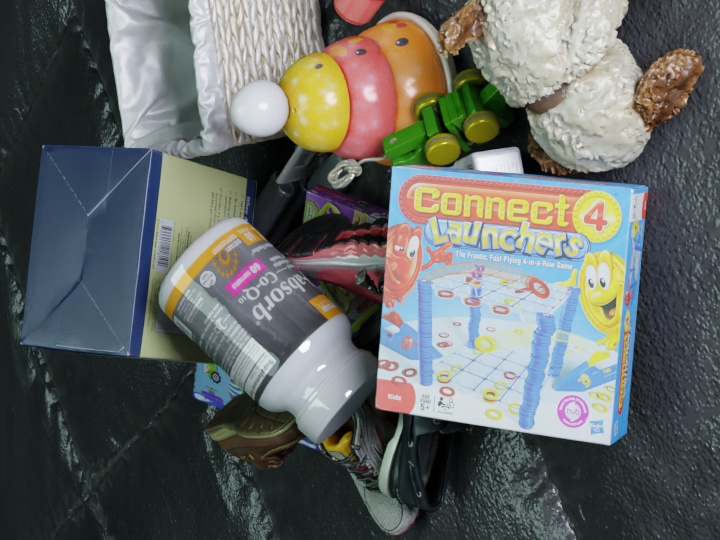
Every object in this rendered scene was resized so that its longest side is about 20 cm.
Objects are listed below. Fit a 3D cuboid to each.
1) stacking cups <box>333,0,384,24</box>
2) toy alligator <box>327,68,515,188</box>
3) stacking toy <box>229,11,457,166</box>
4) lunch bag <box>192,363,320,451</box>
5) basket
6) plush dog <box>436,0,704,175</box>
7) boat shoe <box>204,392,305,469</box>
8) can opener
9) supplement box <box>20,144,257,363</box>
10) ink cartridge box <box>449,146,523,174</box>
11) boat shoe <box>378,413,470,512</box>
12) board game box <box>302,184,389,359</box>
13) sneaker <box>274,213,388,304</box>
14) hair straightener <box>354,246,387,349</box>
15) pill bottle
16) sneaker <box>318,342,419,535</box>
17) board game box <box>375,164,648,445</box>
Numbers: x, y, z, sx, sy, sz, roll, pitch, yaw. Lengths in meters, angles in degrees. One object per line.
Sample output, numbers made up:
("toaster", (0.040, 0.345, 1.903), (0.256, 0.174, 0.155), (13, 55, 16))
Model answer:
("stacking cups", (0.034, -0.295, 1.292), (0.200, 0.060, 0.061), (-50, 57, 39))
("toy alligator", (0.066, -0.113, 1.284), (0.199, 0.054, 0.060), (-29, 52, 23))
("stacking toy", (-0.024, -0.149, 1.322), (0.146, 0.199, 0.147), (22, 117, 51))
("lunch bag", (-0.079, 0.096, 1.593), (0.199, 0.094, 0.152), (27, 119, 39))
("basket", (-0.146, -0.220, 1.523), (0.198, 0.160, 0.202), (3, 100, 56))
("plush dog", (0.156, -0.152, 1.123), (0.172, 0.160, 0.200), (52, 148, -7))
("boat shoe", (-0.092, 0.164, 1.523), (0.068, 0.072, 0.200), (50, 157, -11))
("can opener", (-0.070, -0.077, 1.546), (0.200, 0.052, 0.067), (-46, 61, 52))
("supplement box", (-0.219, -0.012, 1.507), (0.133, 0.199, 0.202), (5, 86, 27))
("ink cartridge box", (0.115, 0.001, 1.297), (0.176, 0.044, 0.202), (178, 82, -82))
("boat shoe", (0.070, 0.139, 1.380), (0.066, 0.074, 0.201), (32, 117, 34))
("board game box", (-0.011, 0.028, 1.468), (0.119, 0.032, 0.202), (20, 118, 20))
("sneaker", (0.000, 0.000, 1.391), (0.199, 0.074, 0.087), (0, 121, 37))
("hair straightener", (0.027, 0.027, 1.323), (0.077, 0.041, 0.200), (28, 153, -3))
("pill bottle", (-0.080, 0.056, 1.361), (0.200, 0.116, 0.117), (42, 137, 11))
("sneaker", (-0.005, 0.173, 1.458), (0.077, 0.082, 0.201), (-14, 107, 39))
("board game box", (0.117, 0.023, 1.177), (0.198, 0.056, 0.198), (6, 97, 22))
